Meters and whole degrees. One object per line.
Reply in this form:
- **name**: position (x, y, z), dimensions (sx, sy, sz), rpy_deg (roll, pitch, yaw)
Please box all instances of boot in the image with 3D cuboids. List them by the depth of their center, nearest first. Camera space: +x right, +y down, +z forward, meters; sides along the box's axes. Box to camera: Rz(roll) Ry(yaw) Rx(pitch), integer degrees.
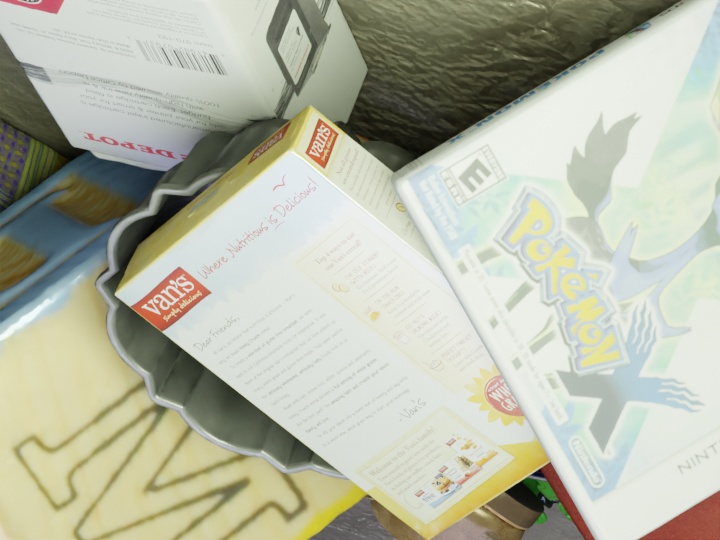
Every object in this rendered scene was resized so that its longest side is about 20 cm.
- **boot**: position (0.015, 0.120, 1.902), dimensions (0.200, 0.076, 0.074), rpy_deg (38, -167, 7)

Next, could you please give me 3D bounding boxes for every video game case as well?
- **video game case**: position (0.139, -0.003, 1.319), dimensions (0.200, 0.182, 0.022), rpy_deg (60, 178, -14)

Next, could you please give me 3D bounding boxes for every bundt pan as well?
- **bundt pan**: position (-0.021, 0.005, 1.446), dimensions (0.201, 0.076, 0.202), rpy_deg (11, 136, 11)

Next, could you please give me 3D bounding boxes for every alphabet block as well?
- **alphabet block**: position (-0.139, 0.073, 1.627), dimensions (0.200, 0.196, 0.195), rpy_deg (58, 169, -18)

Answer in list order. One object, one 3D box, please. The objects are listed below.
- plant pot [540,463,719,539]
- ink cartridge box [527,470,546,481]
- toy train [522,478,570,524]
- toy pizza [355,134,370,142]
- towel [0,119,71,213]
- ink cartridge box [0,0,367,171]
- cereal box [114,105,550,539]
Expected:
- **plant pot**: position (0.183, 0.039, 1.463), dimensions (0.176, 0.200, 0.200), rpy_deg (41, 154, -16)
- **ink cartridge box**: position (0.124, 0.105, 1.778), dimensions (0.199, 0.041, 0.200), rpy_deg (10, 178, 28)
- **toy train**: position (0.103, 0.138, 1.972), dimensions (0.056, 0.042, 0.200), rpy_deg (45, 150, -27)
- **toy pizza**: position (-0.006, -0.037, 1.660), dimensions (0.200, 0.032, 0.200), rpy_deg (19, 158, 8)
- **towel**: position (-0.214, -0.031, 1.733), dimensions (0.200, 0.144, 0.023), rpy_deg (32, 138, -22)
- **ink cartridge box**: position (-0.095, -0.126, 1.455), dimensions (0.145, 0.084, 0.200), rpy_deg (13, 158, 20)
- **cereal box**: position (0.005, 0.028, 1.375), dimensions (0.200, 0.040, 0.144), rpy_deg (40, 133, -16)
